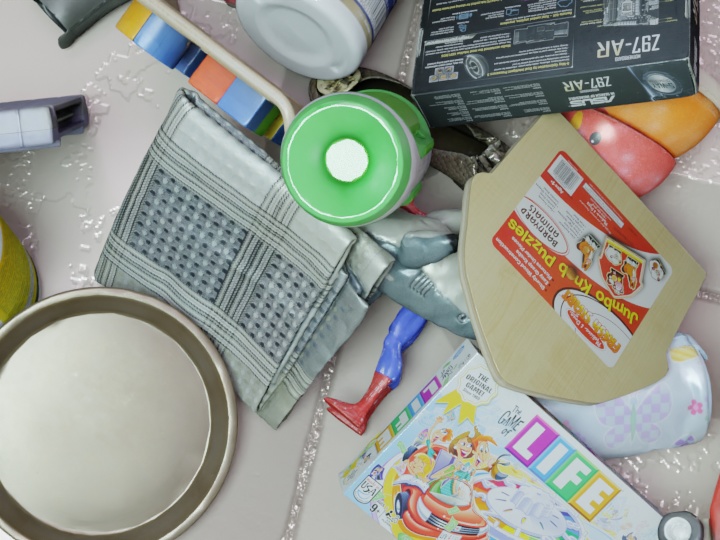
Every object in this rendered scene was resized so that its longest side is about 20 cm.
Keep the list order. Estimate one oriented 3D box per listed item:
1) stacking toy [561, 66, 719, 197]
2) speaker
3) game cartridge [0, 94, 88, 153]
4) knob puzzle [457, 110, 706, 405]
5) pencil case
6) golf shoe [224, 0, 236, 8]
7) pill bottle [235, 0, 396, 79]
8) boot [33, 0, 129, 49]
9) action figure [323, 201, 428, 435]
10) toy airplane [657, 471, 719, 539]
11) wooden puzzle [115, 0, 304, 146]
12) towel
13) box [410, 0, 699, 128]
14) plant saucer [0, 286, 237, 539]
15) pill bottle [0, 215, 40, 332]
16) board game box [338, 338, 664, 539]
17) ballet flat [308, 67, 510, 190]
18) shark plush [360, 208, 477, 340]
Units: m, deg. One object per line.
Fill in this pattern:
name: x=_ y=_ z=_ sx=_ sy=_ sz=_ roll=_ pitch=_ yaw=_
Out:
stacking toy: x=0.182 y=-0.078 z=0.969 sx=0.146 sy=0.146 sz=0.200 roll=27 pitch=91 yaw=5
speaker: x=0.002 y=-0.079 z=0.835 sx=0.088 sy=0.200 sz=0.089 roll=1 pitch=99 yaw=7
game cartridge: x=-0.274 y=-0.103 z=0.909 sx=0.129 sy=0.200 sz=0.038 roll=-10 pitch=101 yaw=-3
knob puzzle: x=0.140 y=0.010 z=0.877 sx=0.219 sy=0.030 sz=0.220 roll=11 pitch=68 yaw=-27
pencil case: x=0.156 y=0.097 z=0.926 sx=0.200 sy=0.083 sz=0.091 roll=-6 pitch=98 yaw=-5
golf shoe: x=-0.106 y=-0.323 z=1.026 sx=0.072 sy=0.092 sz=0.200 roll=-12 pitch=74 yaw=1
pill bottle: x=-0.008 y=-0.261 z=0.999 sx=0.111 sy=0.111 sz=0.200 roll=26 pitch=66 yaw=4
boot: x=-0.246 y=-0.295 z=1.024 sx=0.138 sy=0.077 sz=0.200 roll=-38 pitch=78 yaw=-7
action figure: x=0.023 y=0.015 z=0.953 sx=0.099 sy=0.065 sz=0.200 roll=37 pitch=78 yaw=9
toy airplane: x=0.301 y=0.125 z=0.850 sx=0.141 sy=0.199 sz=0.200 roll=12 pitch=28 yaw=36
wooden puzzle: x=-0.109 y=-0.152 z=0.938 sx=0.200 sy=0.185 sz=0.046 roll=42 pitch=95 yaw=7
towel: x=-0.093 y=0.000 z=0.903 sx=0.200 sy=0.193 sz=0.035 roll=39 pitch=34 yaw=7
box: x=0.143 y=-0.191 z=0.910 sx=0.200 sy=0.044 sz=0.160 roll=-5 pitch=59 yaw=22
plant saucer: x=-0.190 y=0.112 z=0.913 sx=0.200 sy=0.029 sz=0.200 roll=0 pitch=88 yaw=-11
pill bottle: x=-0.298 y=-0.005 z=0.873 sx=0.112 sy=0.200 sz=0.113 roll=1 pitch=74 yaw=-3
board game box: x=0.102 y=0.162 z=0.874 sx=0.200 sy=0.034 sz=0.134 roll=41 pitch=95 yaw=-14
ballet flat: x=0.042 y=-0.116 z=0.981 sx=0.200 sy=0.046 sz=0.067 roll=33 pitch=70 yaw=22
shark plush: x=0.000 y=0.000 z=0.894 sx=0.200 sy=0.091 sz=0.083 roll=4 pitch=107 yaw=1
